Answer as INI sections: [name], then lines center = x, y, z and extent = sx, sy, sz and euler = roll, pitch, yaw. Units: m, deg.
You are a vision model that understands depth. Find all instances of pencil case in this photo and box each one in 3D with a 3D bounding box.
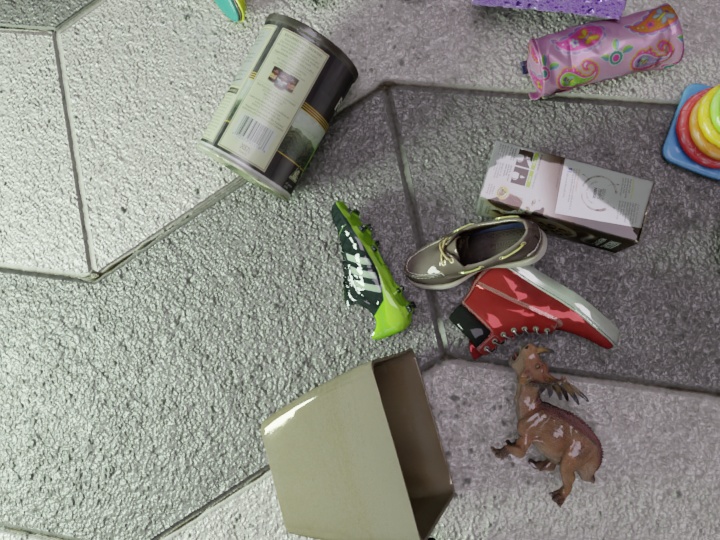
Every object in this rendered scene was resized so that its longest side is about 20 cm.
[pencil case]
center = 0.321, -0.291, 0.859
extent = 0.197, 0.087, 0.089
euler = -13, 83, 7

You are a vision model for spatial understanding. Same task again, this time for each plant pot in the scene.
[plant pot]
center = -0.008, 0.226, 0.803
extent = 0.175, 0.200, 0.203
euler = -19, 82, 16

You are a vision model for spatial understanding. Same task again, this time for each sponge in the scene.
[sponge]
center = 0.256, -0.385, 0.869
extent = 0.197, 0.030, 0.112
euler = 11, 44, 9

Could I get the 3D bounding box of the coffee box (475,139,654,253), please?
[coffee box]
center = 0.257, -0.092, 0.830
extent = 0.197, 0.113, 0.081
euler = 17, 87, 10

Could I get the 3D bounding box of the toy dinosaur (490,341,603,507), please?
[toy dinosaur]
center = 0.249, 0.199, 0.796
extent = 0.199, 0.086, 0.136
euler = 40, 103, -5

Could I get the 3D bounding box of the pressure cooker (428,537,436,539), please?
[pressure cooker]
center = 0.059, 0.439, 0.775
extent = 0.178, 0.175, 0.201
euler = -40, 79, 27

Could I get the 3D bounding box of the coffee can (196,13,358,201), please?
[coffee can]
center = -0.113, -0.219, 0.877
extent = 0.145, 0.146, 0.202
euler = 30, 89, 10

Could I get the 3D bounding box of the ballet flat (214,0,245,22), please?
[ballet flat]
center = -0.221, -0.461, 0.962
extent = 0.067, 0.067, 0.200
euler = -39, 78, -19

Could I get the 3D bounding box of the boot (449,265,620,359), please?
[boot]
center = 0.223, 0.079, 0.842
extent = 0.199, 0.072, 0.145
euler = 32, 90, 18

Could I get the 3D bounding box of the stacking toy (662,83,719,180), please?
[stacking toy]
center = 0.458, -0.193, 0.767
extent = 0.108, 0.200, 0.117
euler = 21, 87, 9

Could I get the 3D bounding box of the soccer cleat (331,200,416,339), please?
[soccer cleat]
center = 0.000, 0.000, 0.884
extent = 0.081, 0.067, 0.202
euler = -31, 81, 17

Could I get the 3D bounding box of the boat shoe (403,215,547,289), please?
[boat shoe]
center = 0.138, -0.025, 0.834
extent = 0.198, 0.059, 0.073
euler = -13, 65, 31
